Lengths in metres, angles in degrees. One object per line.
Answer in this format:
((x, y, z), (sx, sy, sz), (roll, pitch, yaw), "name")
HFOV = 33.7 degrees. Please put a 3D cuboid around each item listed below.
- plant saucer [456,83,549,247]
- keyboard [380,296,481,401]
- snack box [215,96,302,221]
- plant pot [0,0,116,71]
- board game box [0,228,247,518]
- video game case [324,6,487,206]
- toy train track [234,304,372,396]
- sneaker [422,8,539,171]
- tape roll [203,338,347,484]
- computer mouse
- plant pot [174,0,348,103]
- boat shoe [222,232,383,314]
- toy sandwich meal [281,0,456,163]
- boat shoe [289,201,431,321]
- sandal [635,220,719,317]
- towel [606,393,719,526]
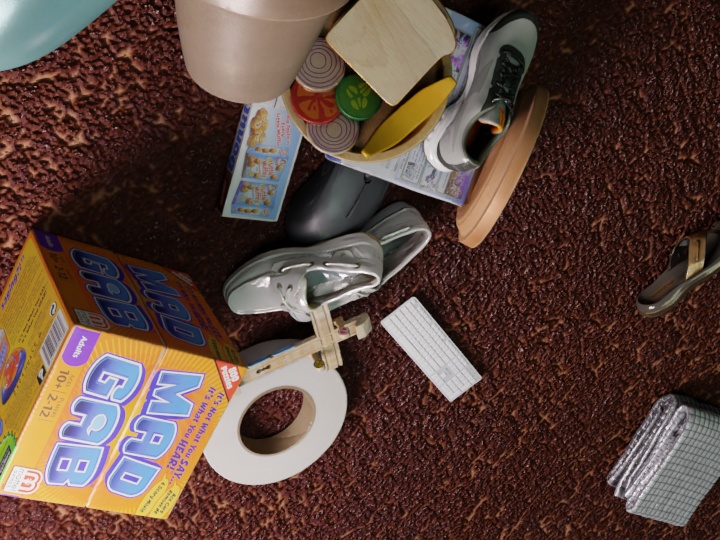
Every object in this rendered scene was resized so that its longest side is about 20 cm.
((0.158, -0.124, 1.377), (0.032, 0.201, 0.202), (24, 109, -4), "plant saucer")
((0.097, 0.107, 1.592), (0.056, 0.011, 0.200), (-41, 130, 0), "keyboard")
((-0.100, -0.150, 1.313), (0.071, 0.024, 0.202), (4, 117, -31), "snack box")
((-0.313, -0.270, 1.021), (0.161, 0.201, 0.200), (-40, 131, 16), "plant pot")
((-0.277, 0.110, 1.265), (0.199, 0.200, 0.201), (17, 110, -36), "board game box")
((0.071, -0.193, 1.338), (0.180, 0.045, 0.202), (16, 96, -34), "video game case")
((-0.074, 0.107, 1.429), (0.198, 0.033, 0.115), (-24, 135, -10), "toy train track")
((0.149, -0.194, 1.313), (0.074, 0.079, 0.202), (29, 87, -34), "sneaker")
((-0.112, 0.180, 1.507), (0.201, 0.037, 0.205), (-14, 125, -20), "tape roll")
((-0.013, -0.100, 1.375), (0.138, 0.053, 0.201), (24, 105, -38), "computer mouse")
((-0.107, -0.263, 1.152), (0.198, 0.201, 0.176), (-7, 140, -25), "plant pot")
((-0.068, 0.016, 1.371), (0.198, 0.070, 0.071), (-19, 132, 12), "boat shoe")
((0.012, -0.210, 1.234), (0.203, 0.070, 0.208), (0, 96, -1), "toy sandwich meal")
((0.000, 0.000, 1.435), (0.199, 0.066, 0.072), (-35, 130, -5), "boat shoe")
((0.463, -0.017, 1.687), (0.200, 0.082, 0.055), (-40, 108, 8), "sandal")
((0.500, 0.298, 1.888), (0.165, 0.086, 0.201), (19, 107, -37), "towel")
